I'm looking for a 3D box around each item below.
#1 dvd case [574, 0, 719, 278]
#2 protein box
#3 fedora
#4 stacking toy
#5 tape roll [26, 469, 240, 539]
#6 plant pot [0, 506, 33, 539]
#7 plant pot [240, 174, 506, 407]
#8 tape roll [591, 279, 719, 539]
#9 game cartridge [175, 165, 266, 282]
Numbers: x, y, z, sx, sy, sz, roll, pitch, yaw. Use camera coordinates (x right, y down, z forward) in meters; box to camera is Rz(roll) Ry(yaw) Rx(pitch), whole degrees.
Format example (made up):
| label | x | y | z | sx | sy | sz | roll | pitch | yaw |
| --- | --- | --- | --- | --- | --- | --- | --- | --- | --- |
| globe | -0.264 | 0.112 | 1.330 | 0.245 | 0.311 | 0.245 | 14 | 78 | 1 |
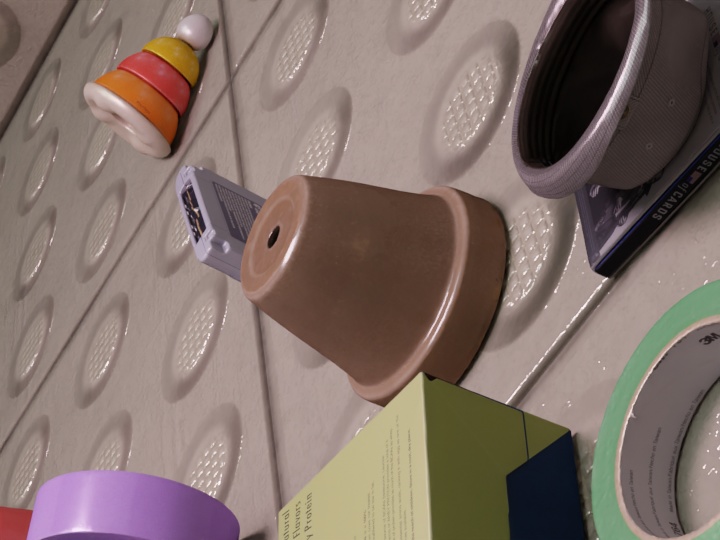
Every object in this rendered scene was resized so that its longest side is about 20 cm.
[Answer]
| label | x | y | z | sx | sy | sz | roll | pitch | yaw |
| --- | --- | --- | --- | --- | --- | --- | --- | --- | --- |
| dvd case | 0.225 | -0.111 | 1.318 | 0.200 | 0.025 | 0.150 | -50 | 29 | 34 |
| protein box | 0.047 | 0.221 | 1.263 | 0.200 | 0.135 | 0.199 | -47 | 31 | 38 |
| fedora | 0.187 | -0.138 | 1.277 | 0.177 | 0.090 | 0.200 | -137 | 65 | -68 |
| stacking toy | -0.267 | -0.267 | 2.450 | 0.200 | 0.146 | 0.146 | -51 | 20 | -12 |
| tape roll | -0.219 | 0.263 | 1.720 | 0.200 | 0.200 | 0.066 | -38 | 37 | 49 |
| plant pot | -0.342 | 0.348 | 1.944 | 0.200 | 0.177 | 0.201 | -48 | 29 | 38 |
| plant pot | 0.000 | 0.000 | 1.519 | 0.200 | 0.174 | 0.200 | -47 | 30 | 38 |
| tape roll | 0.221 | 0.105 | 1.103 | 0.200 | 0.048 | 0.201 | -48 | 29 | 39 |
| game cartridge | -0.119 | -0.035 | 1.858 | 0.041 | 0.133 | 0.200 | -59 | 24 | 18 |
